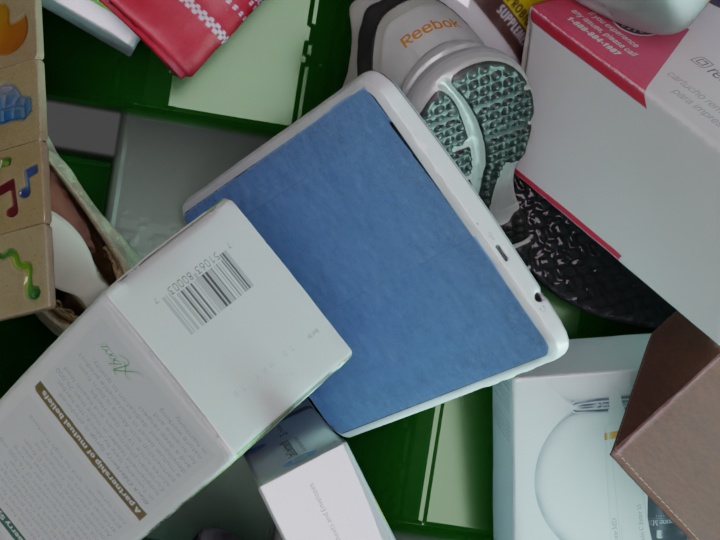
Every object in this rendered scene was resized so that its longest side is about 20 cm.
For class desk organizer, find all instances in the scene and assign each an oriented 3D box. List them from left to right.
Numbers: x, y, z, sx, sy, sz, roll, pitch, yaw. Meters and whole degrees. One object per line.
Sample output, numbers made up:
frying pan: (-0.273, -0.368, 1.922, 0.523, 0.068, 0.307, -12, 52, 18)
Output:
desk organizer: (0.187, 0.105, 0.909, 0.077, 0.072, 0.200, -42, 106, 6)

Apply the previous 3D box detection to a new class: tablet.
tablet: (0.000, 0.000, 0.893, 0.014, 0.200, 0.131, -38, 95, -29)

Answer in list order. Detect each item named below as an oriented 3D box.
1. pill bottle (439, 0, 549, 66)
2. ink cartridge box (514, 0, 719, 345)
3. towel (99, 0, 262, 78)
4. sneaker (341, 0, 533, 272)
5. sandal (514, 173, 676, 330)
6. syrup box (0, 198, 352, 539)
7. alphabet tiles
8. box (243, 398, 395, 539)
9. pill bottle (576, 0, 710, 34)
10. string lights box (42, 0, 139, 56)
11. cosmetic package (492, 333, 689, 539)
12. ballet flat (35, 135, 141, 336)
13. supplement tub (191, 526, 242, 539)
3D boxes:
pill bottle: (0.092, -0.177, 0.938, 0.109, 0.109, 0.200, 44, 86, -6)
ink cartridge box: (0.185, -0.065, 0.896, 0.199, 0.145, 0.085, -18, 132, -29)
towel: (-0.060, -0.197, 0.904, 0.145, 0.022, 0.200, 43, 85, -9)
sneaker: (0.028, -0.039, 0.916, 0.073, 0.201, 0.080, -20, 54, -21)
sandal: (0.138, -0.004, 0.987, 0.199, 0.045, 0.076, 29, 93, -21)
syrup box: (-0.097, 0.064, 0.872, 0.082, 0.200, 0.079, 50, 47, 1)
alphabet tiles: (-0.192, -0.036, 0.893, 0.165, 0.006, 0.202, -13, 75, 31)
box: (0.002, 0.136, 0.889, 0.041, 0.200, 0.157, -26, 95, -6)
pill bottle: (0.135, -0.201, 0.832, 0.112, 0.112, 0.201, 37, 83, -6)
string lights box: (-0.095, -0.207, 0.939, 0.102, 0.059, 0.201, 29, 88, -7)
cosmetic package: (0.159, 0.105, 0.969, 0.198, 0.052, 0.152, -4, 107, -7)
ballet flat: (-0.160, -0.047, 0.934, 0.067, 0.062, 0.200, -45, 96, -3)
supplement tub: (-0.106, 0.202, 0.907, 0.107, 0.107, 0.200, 43, 99, -6)
